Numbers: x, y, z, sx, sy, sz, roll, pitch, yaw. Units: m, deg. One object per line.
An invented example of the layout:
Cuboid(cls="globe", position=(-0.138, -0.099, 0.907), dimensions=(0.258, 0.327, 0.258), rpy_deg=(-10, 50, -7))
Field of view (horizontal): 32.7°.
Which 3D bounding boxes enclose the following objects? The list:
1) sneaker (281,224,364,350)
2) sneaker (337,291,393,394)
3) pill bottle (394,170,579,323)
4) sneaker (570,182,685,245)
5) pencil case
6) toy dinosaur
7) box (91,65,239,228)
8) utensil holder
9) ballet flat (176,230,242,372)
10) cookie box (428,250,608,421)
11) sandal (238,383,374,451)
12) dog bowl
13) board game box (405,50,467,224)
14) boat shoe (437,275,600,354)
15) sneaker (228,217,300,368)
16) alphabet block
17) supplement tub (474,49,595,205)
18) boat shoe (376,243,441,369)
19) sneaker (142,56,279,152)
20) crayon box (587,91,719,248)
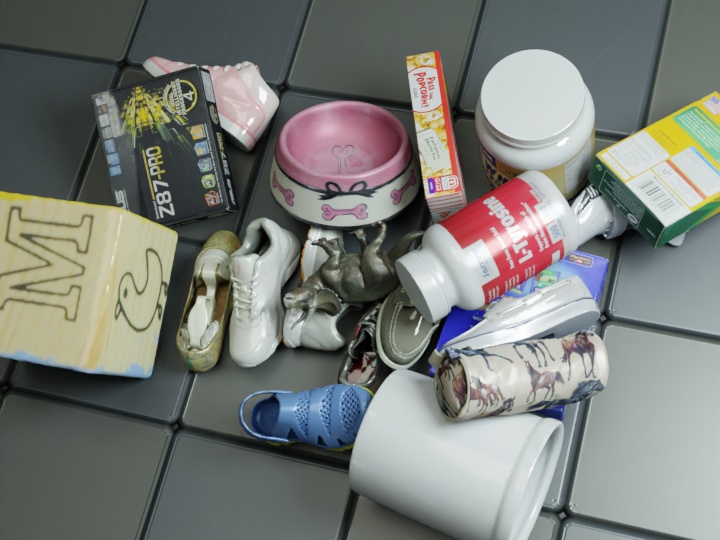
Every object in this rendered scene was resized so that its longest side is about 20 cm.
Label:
Cuboid(cls="sneaker", position=(-0.033, 0.011, 1.576), dimensions=(0.092, 0.076, 0.200), rpy_deg=(13, 79, 8))
Cuboid(cls="sneaker", position=(0.030, 0.076, 1.525), dimensions=(0.077, 0.082, 0.200), rpy_deg=(19, 74, 17))
Cuboid(cls="pill bottle", position=(0.146, -0.024, 1.436), dimensions=(0.200, 0.112, 0.112), rpy_deg=(-30, 66, -9))
Cuboid(cls="sneaker", position=(0.341, -0.070, 1.513), dimensions=(0.200, 0.075, 0.115), rpy_deg=(-38, 66, -21))
Cuboid(cls="pencil case", position=(0.179, 0.112, 1.364), dimensions=(0.200, 0.078, 0.089), rpy_deg=(-6, 57, -24))
Cuboid(cls="toy dinosaur", position=(0.000, 0.000, 1.507), dimensions=(0.200, 0.077, 0.102), rpy_deg=(-16, 86, 3))
Cuboid(cls="box", position=(-0.262, -0.158, 1.651), dimensions=(0.161, 0.049, 0.200), rpy_deg=(-12, 88, 15))
Cuboid(cls="utensil holder", position=(0.110, 0.219, 1.410), dimensions=(0.200, 0.170, 0.170), rpy_deg=(20, 74, 21))
Cuboid(cls="ballet flat", position=(-0.196, 0.032, 1.596), dimensions=(0.071, 0.071, 0.200), rpy_deg=(6, 70, 13))
Cuboid(cls="cookie box", position=(0.194, 0.066, 1.501), dimensions=(0.171, 0.075, 0.200), rpy_deg=(16, 72, 16))
Cuboid(cls="sandal", position=(-0.070, 0.175, 1.465), dimensions=(0.200, 0.087, 0.080), rpy_deg=(-13, 68, 35))
Cuboid(cls="dog bowl", position=(-0.021, -0.144, 1.582), dimensions=(0.200, 0.074, 0.200), rpy_deg=(-1, 43, 1))
Cuboid(cls="board game box", position=(0.100, -0.153, 1.565), dimensions=(0.046, 0.152, 0.200), rpy_deg=(-10, 68, 7))
Cuboid(cls="boat shoe", position=(0.176, 0.063, 1.432), dimensions=(0.200, 0.074, 0.065), rpy_deg=(-18, 61, -6))
Cuboid(cls="sneaker", position=(-0.141, 0.023, 1.566), dimensions=(0.078, 0.099, 0.200), rpy_deg=(-3, 65, 25))
Cuboid(cls="alphabet block", position=(-0.366, 0.021, 1.545), dimensions=(0.196, 0.195, 0.200), rpy_deg=(9, 85, 12))
Cuboid(cls="supplement tub", position=(0.218, -0.170, 1.521), dimensions=(0.144, 0.200, 0.144), rpy_deg=(-4, 68, 10))
Cuboid(cls="boat shoe", position=(0.077, 0.030, 1.502), dimensions=(0.072, 0.060, 0.202), rpy_deg=(31, 55, -9))
Cuboid(cls="sneaker", position=(-0.200, -0.259, 1.705), dimensions=(0.200, 0.075, 0.105), rpy_deg=(36, 83, 14))
Cuboid(cls="crayon box", position=(0.393, -0.123, 1.481), dimensions=(0.200, 0.052, 0.126), rpy_deg=(-28, 63, -21))
